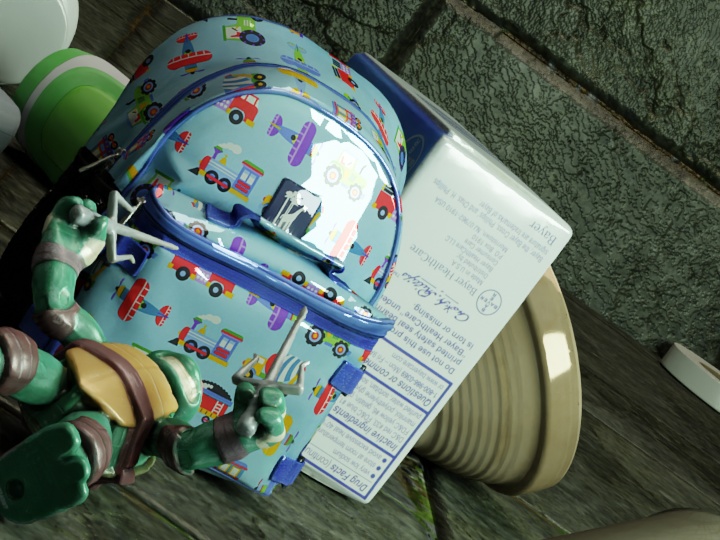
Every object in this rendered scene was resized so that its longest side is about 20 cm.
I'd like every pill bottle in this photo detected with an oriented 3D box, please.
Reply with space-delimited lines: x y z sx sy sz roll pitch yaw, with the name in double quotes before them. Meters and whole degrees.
"pill bottle" -0.270 -0.203 1.701 0.111 0.111 0.200 33 8 -22

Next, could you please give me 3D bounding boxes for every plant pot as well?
"plant pot" 0.059 0.056 1.505 0.092 0.202 0.201 -13 30 -21

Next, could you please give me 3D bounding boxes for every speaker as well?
"speaker" -0.142 -0.062 1.506 0.200 0.089 0.088 40 8 23

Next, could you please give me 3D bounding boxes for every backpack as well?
"backpack" -0.060 -0.015 1.137 0.182 0.200 0.135 33 7 -25

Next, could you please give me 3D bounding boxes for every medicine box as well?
"medicine box" 0.000 0.000 1.320 0.103 0.200 0.182 35 7 -25

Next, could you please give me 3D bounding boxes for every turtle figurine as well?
"turtle figurine" -0.102 0.046 0.960 0.149 0.101 0.200 33 19 18

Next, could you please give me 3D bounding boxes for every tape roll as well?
"tape roll" 0.526 0.178 3.305 0.202 0.037 0.203 36 7 -5

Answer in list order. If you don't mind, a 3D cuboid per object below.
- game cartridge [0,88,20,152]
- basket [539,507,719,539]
"game cartridge" -0.312 -0.153 1.494 0.200 0.041 0.133 41 5 30
"basket" 0.094 0.175 0.912 0.200 0.135 0.182 17 55 -53
